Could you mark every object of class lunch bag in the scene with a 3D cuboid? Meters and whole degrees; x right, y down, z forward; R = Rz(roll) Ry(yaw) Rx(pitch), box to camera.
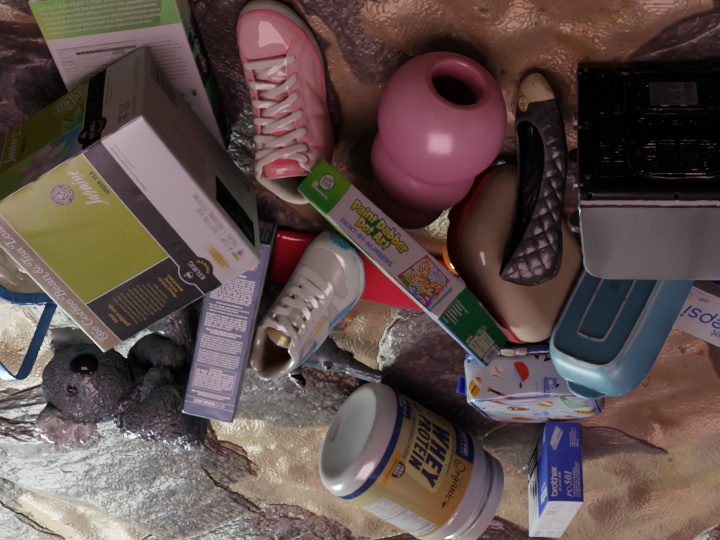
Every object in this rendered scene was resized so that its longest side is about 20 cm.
[{"bbox_3d":[0.192,0.125,1.442,0.157,0.077,0.200,-2,165,13],"label":"lunch bag"}]

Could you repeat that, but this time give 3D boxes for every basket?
[{"bbox_3d":[-0.368,-0.010,1.346,0.137,0.202,0.177,-9,133,26],"label":"basket"}]

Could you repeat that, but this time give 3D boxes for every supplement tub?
[{"bbox_3d":[0.064,0.241,1.578,0.198,0.146,0.144,30,131,-22],"label":"supplement tub"}]

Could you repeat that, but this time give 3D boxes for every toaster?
[{"bbox_3d":[0.289,-0.097,1.187,0.196,0.183,0.120,0,140,8],"label":"toaster"}]

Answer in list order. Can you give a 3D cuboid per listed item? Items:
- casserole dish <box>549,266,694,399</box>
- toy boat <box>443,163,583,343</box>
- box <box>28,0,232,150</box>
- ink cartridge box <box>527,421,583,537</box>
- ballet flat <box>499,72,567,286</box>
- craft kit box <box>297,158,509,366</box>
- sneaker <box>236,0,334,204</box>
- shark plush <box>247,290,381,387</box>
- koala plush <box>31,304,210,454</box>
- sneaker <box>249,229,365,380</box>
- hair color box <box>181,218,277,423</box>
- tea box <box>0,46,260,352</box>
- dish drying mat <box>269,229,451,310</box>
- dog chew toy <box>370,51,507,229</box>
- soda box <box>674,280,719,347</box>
[{"bbox_3d":[0.261,0.033,1.310,0.120,0.202,0.039,18,165,47],"label":"casserole dish"},{"bbox_3d":[0.141,-0.015,1.349,0.130,0.131,0.201,7,145,47],"label":"toy boat"},{"bbox_3d":[-0.220,-0.197,1.261,0.142,0.037,0.202,-4,135,12],"label":"box"},{"bbox_3d":[0.232,0.254,1.554,0.043,0.096,0.201,1,157,1],"label":"ink cartridge box"},{"bbox_3d":[0.163,-0.086,1.230,0.056,0.066,0.204,-1,93,-17],"label":"ballet flat"},{"bbox_3d":[0.046,-0.004,1.268,0.049,0.197,0.200,-50,156,-2],"label":"craft kit box"},{"bbox_3d":[-0.072,-0.151,1.236,0.074,0.106,0.202,-4,133,15],"label":"sneaker"},{"bbox_3d":[-0.076,0.105,1.505,0.198,0.084,0.091,25,133,-16],"label":"shark plush"},{"bbox_3d":[-0.282,0.135,1.510,0.196,0.180,0.184,-3,155,6],"label":"koala plush"},{"bbox_3d":[-0.058,0.043,1.380,0.076,0.081,0.201,37,132,11],"label":"sneaker"},{"bbox_3d":[-0.141,0.049,1.389,0.060,0.100,0.203,13,106,-4],"label":"hair color box"},{"bbox_3d":[-0.229,-0.065,1.246,0.195,0.135,0.201,-28,126,12],"label":"tea box"},{"bbox_3d":[0.000,0.000,1.438,0.197,0.018,0.077,11,134,-2],"label":"dish drying mat"},{"bbox_3d":[0.064,-0.115,1.247,0.123,0.126,0.201,15,143,-7],"label":"dog chew toy"},{"bbox_3d":[0.388,0.036,1.380,0.198,0.069,0.064,23,134,-15],"label":"soda box"}]
